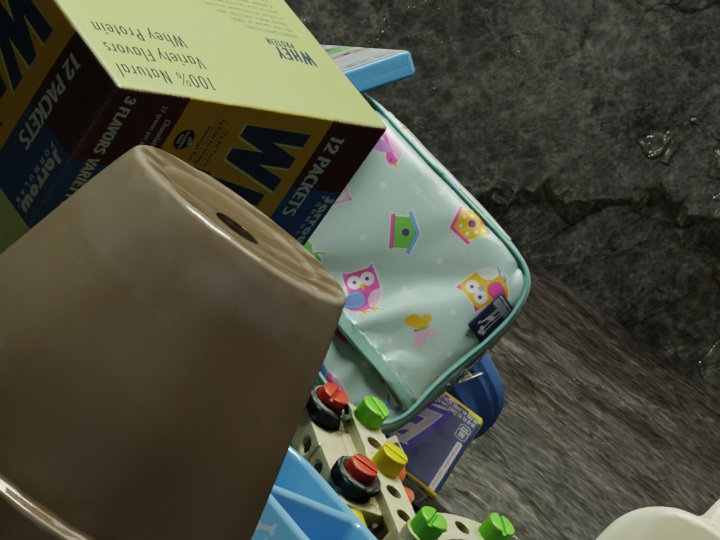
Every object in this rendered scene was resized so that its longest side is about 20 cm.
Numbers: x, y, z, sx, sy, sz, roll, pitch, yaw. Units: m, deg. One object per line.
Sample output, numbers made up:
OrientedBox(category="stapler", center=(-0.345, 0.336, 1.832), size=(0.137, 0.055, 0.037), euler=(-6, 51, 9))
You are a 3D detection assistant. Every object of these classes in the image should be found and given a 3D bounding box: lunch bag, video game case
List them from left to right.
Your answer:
OrientedBox(category="video game case", center=(-0.065, -0.114, 1.403), size=(0.200, 0.143, 0.018), euler=(-160, -128, -69))
OrientedBox(category="lunch bag", center=(0.000, 0.000, 1.393), size=(0.200, 0.160, 0.077), euler=(47, -11, 4))

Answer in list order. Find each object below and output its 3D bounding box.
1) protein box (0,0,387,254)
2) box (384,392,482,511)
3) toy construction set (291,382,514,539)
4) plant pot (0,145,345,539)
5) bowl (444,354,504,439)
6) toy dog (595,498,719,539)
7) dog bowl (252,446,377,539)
OrientedBox(category="protein box", center=(-0.135, -0.098, 1.177), size=(0.198, 0.135, 0.200), euler=(5, 39, -48))
OrientedBox(category="box", center=(-0.023, 0.073, 1.452), size=(0.200, 0.070, 0.064), euler=(37, -29, -4))
OrientedBox(category="toy construction set", center=(0.018, 0.134, 1.281), size=(0.131, 0.092, 0.200), euler=(22, 12, -32))
OrientedBox(category="plant pot", center=(-0.104, 0.046, 0.989), size=(0.200, 0.174, 0.200), euler=(35, 8, -6))
OrientedBox(category="bowl", center=(0.003, 0.056, 1.522), size=(0.200, 0.039, 0.201), euler=(29, -26, 15))
OrientedBox(category="toy dog", center=(0.119, 0.200, 1.088), size=(0.139, 0.194, 0.200), euler=(25, -27, 9))
OrientedBox(category="dog bowl", center=(-0.040, 0.139, 1.163), size=(0.111, 0.050, 0.200), euler=(28, 13, -47))
